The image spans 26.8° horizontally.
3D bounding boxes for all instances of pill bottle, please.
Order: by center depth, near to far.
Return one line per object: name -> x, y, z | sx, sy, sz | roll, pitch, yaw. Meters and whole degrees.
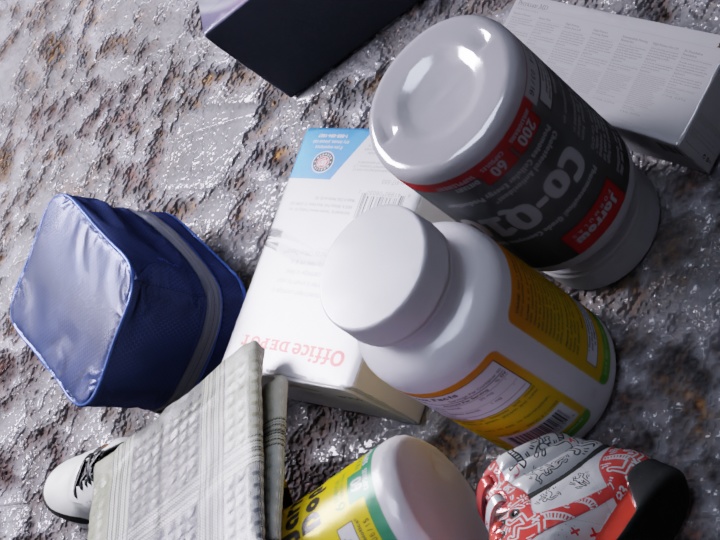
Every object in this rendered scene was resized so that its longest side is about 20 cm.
pill bottle -> 0.067, 0.037, 0.959 | 0.111, 0.200, 0.112 | -22, 54, 32
pill bottle -> 0.107, -0.069, 0.982 | 0.113, 0.200, 0.114 | -21, 54, 32
pill bottle -> -0.019, 0.205, 1.007 | 0.200, 0.113, 0.113 | -37, 47, 22

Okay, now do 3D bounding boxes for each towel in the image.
towel -> -0.123, 0.167, 1.054 | 0.192, 0.034, 0.201 | -39, 35, 26

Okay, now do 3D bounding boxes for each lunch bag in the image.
lunch bag -> -0.191, 0.027, 1.259 | 0.200, 0.132, 0.136 | 42, 113, 46

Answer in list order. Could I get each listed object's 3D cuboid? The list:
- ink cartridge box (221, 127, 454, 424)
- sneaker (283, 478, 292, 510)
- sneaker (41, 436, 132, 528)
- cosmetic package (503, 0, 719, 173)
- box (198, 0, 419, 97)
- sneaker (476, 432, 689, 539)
ink cartridge box -> 0.000, 0.000, 1.127 | 0.146, 0.086, 0.201 | 7, 73, 45
sneaker -> -0.135, 0.193, 1.139 | 0.199, 0.070, 0.090 | -25, 71, 24
sneaker -> -0.197, 0.162, 1.223 | 0.199, 0.080, 0.074 | -15, 59, 38
cosmetic package -> 0.176, -0.135, 1.066 | 0.200, 0.051, 0.083 | 25, 87, 47
box -> -0.041, -0.298, 1.310 | 0.200, 0.123, 0.199 | -34, 49, 24
sneaker -> 0.098, 0.174, 0.905 | 0.201, 0.067, 0.108 | -39, 36, -28
